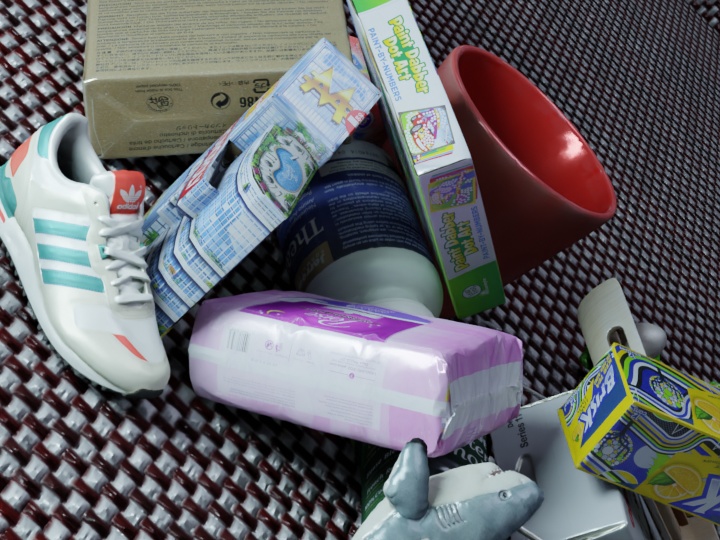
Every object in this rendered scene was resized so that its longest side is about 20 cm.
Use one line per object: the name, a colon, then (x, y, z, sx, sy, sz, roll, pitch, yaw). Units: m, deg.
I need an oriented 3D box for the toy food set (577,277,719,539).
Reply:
toy food set: (0.231, 0.119, 1.333, 0.144, 0.060, 0.200, -102, 167, -48)

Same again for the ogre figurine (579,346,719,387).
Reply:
ogre figurine: (0.306, 0.143, 1.641, 0.200, 0.098, 0.120, 53, 2, -22)

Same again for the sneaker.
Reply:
sneaker: (-0.168, -0.014, 1.113, 0.070, 0.093, 0.200, 6, 46, -55)

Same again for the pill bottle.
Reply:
pill bottle: (0.000, 0.000, 1.340, 0.111, 0.111, 0.200, 27, 31, -37)

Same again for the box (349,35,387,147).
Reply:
box: (-0.046, -0.152, 1.517, 0.200, 0.095, 0.103, 11, 41, -52)

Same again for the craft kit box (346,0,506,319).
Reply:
craft kit box: (0.047, -0.095, 1.288, 0.200, 0.048, 0.198, 70, 4, -58)

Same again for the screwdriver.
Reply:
screwdriver: (0.117, 0.172, 1.126, 0.200, 0.029, 0.028, 29, 30, 2)

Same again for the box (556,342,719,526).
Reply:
box: (0.238, 0.125, 1.180, 0.200, 0.070, 0.064, 23, 31, -23)

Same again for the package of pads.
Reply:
package of pads: (-0.003, 0.065, 1.160, 0.200, 0.076, 0.120, 11, 9, 29)

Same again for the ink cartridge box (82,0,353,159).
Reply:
ink cartridge box: (-0.110, -0.164, 1.332, 0.200, 0.075, 0.165, -3, 38, -3)

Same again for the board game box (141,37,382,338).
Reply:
board game box: (-0.081, -0.061, 1.197, 0.062, 0.200, 0.200, 43, 24, -9)

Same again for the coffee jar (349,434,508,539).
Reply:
coffee jar: (0.048, 0.155, 1.210, 0.104, 0.085, 0.200, 33, 27, -25)

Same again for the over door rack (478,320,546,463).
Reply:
over door rack: (0.127, 0.119, 1.415, 0.200, 0.067, 0.148, 42, 14, 25)

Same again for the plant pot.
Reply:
plant pot: (0.092, -0.064, 1.503, 0.200, 0.177, 0.200, 37, 25, -21)

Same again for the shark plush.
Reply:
shark plush: (0.026, 0.187, 1.034, 0.083, 0.091, 0.200, 30, 53, 17)

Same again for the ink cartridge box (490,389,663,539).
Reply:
ink cartridge box: (0.171, 0.204, 1.246, 0.147, 0.083, 0.200, -97, 162, -52)
